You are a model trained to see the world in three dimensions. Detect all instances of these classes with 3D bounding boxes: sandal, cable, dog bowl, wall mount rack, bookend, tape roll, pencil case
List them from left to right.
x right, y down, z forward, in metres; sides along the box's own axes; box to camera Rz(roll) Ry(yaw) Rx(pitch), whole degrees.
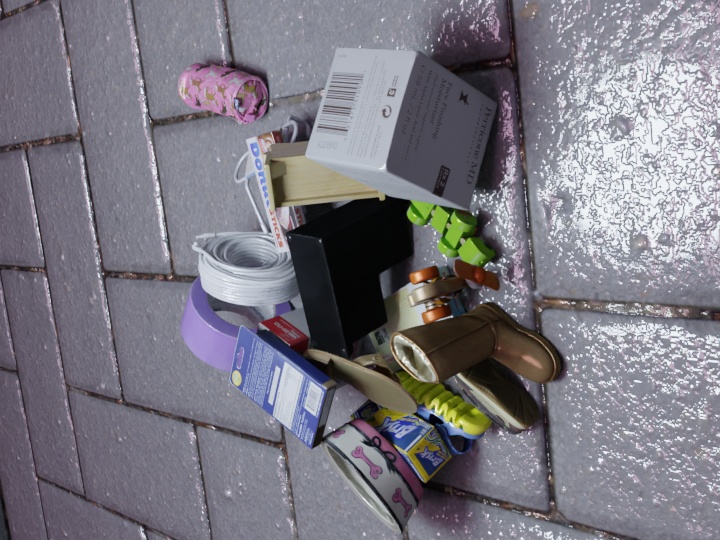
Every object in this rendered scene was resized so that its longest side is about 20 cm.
[{"bbox_3d":[-0.262,-0.336,1.715,0.198,0.087,0.084,23,149,41],"label":"pencil case"},{"bbox_3d":[-0.235,0.092,1.718,0.200,0.198,0.086,46,130,27],"label":"tape roll"},{"bbox_3d":[-0.196,-0.004,1.649,0.200,0.197,0.070,-130,39,-51],"label":"cable"},{"bbox_3d":[-0.148,-0.171,1.603,0.199,0.074,0.177,-24,52,48],"label":"wall mount rack"},{"bbox_3d":[0.000,0.000,1.468,0.091,0.199,0.202,10,121,47],"label":"bookend"},{"bbox_3d":[0.008,0.157,1.467,0.208,0.070,0.078,18,140,18],"label":"sandal"},{"bbox_3d":[0.022,0.327,1.479,0.200,0.074,0.201,44,163,17],"label":"dog bowl"},{"bbox_3d":[0.120,0.230,1.471,0.199,0.079,0.088,33,128,38],"label":"sandal"}]

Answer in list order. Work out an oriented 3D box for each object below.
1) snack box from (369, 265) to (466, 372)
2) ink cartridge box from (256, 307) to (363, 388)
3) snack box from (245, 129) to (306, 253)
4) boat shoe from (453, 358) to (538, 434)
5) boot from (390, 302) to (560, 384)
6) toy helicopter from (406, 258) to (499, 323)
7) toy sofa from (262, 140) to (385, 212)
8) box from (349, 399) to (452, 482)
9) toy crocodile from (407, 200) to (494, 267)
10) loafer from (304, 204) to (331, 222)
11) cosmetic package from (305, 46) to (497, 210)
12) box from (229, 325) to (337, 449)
[{"bbox_3d":[0.089,0.086,1.488,0.199,0.037,0.118,-33,76,46],"label":"snack box"},{"bbox_3d":[-0.088,0.144,1.577,0.083,0.198,0.147,29,122,33],"label":"ink cartridge box"},{"bbox_3d":[-0.138,-0.133,1.545,0.071,0.024,0.204,-7,102,45],"label":"snack box"},{"bbox_3d":[0.177,0.173,1.377,0.200,0.072,0.066,42,135,9],"label":"boat shoe"},{"bbox_3d":[0.165,0.126,1.297,0.174,0.198,0.067,36,125,34],"label":"boot"},{"bbox_3d":[0.125,0.026,1.308,0.130,0.200,0.080,-18,86,17],"label":"toy helicopter"},{"bbox_3d":[-0.057,-0.159,1.473,0.098,0.196,0.084,-96,0,-63],"label":"toy sofa"},{"bbox_3d":[0.063,0.271,1.493,0.071,0.064,0.199,57,162,-23],"label":"box"},{"bbox_3d":[0.130,-0.083,1.388,0.200,0.061,0.068,50,131,31],"label":"toy crocodile"},{"bbox_3d":[-0.061,-0.044,1.584,0.201,0.074,0.070,50,131,28],"label":"loafer"},{"bbox_3d":[0.060,-0.199,1.288,0.163,0.198,0.168,16,89,44],"label":"cosmetic package"},{"bbox_3d":[-0.128,0.181,1.464,0.199,0.032,0.123,33,122,28],"label":"box"}]
